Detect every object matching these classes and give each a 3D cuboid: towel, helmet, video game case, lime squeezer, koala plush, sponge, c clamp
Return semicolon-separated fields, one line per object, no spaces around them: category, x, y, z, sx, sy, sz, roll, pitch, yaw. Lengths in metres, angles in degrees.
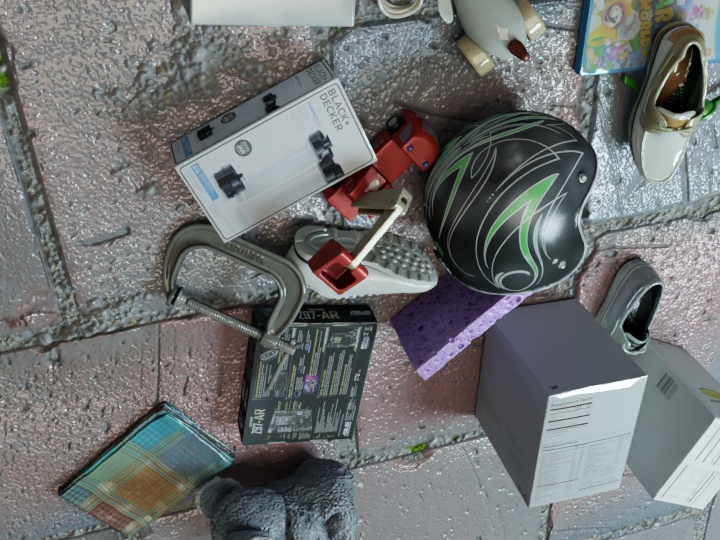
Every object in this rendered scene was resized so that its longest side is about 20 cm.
towel;-0.289;0.279;1.166;0.200;0.022;0.147;-39;124;8
helmet;0.172;-0.088;0.991;0.199;0.200;0.191;-16;128;-9
video game case;0.356;-0.310;1.013;0.199;0.018;0.143;-8;123;-14
lime squeezer;0.420;-0.218;1.091;0.199;0.038;0.071;-6;92;-14
koala plush;-0.118;0.345;1.175;0.200;0.177;0.184;9;108;-30
sponge;0.135;0.041;1.104;0.200;0.112;0.030;-40;124;9
c clamp;-0.154;0.040;1.024;0.200;0.027;0.171;30;114;-9

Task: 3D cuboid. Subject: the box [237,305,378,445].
box;-0.073;0.141;1.137;0.160;0.044;0.200;0;121;-19

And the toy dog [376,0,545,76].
toy dog;0.125;-0.285;0.903;0.200;0.096;0.132;23;111;-29

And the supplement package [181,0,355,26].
supplement package;-0.088;-0.338;0.763;0.151;0.151;0.200;-4;122;-17

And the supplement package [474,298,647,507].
supplement package;0.269;0.179;1.187;0.147;0.191;0.200;-8;124;-15

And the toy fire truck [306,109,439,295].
toy fire truck;0.017;-0.081;0.967;0.200;0.141;0.049;-42;125;10

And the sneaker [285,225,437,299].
sneaker;0.000;0.000;1.066;0.199;0.077;0.081;11;128;-19

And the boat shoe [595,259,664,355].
boat shoe;0.385;0.084;1.240;0.070;0.072;0.201;1;121;-19

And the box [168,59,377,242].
box;-0.096;-0.132;0.947;0.200;0.060;0.117;-28;126;-1

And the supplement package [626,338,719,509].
supplement package;0.463;0.223;1.275;0.111;0.200;0.156;17;114;-27

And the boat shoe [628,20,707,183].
boat shoe;0.372;-0.192;1.030;0.075;0.068;0.200;-1;119;4
